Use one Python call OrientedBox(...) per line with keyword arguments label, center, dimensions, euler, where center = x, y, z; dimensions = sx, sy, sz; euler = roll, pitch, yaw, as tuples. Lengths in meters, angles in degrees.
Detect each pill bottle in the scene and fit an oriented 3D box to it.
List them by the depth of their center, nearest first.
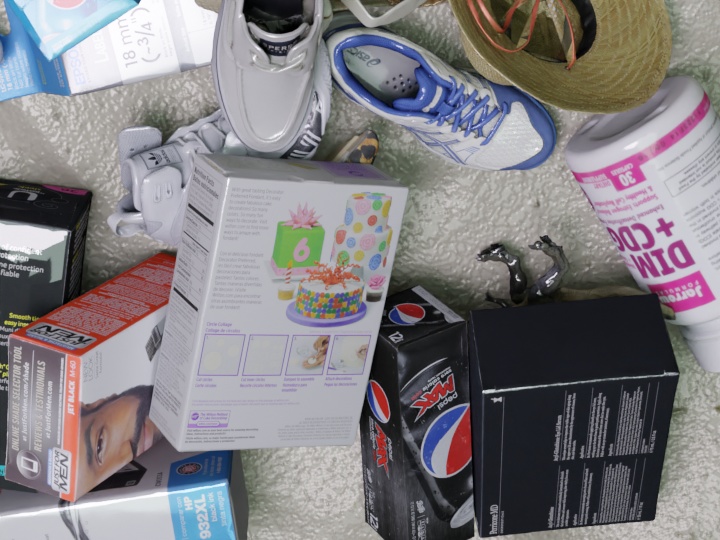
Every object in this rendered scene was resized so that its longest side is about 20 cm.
OrientedBox(label="pill bottle", center=(0.246, -0.032, 1.303), dimensions=(0.113, 0.113, 0.201), euler=(-32, 105, 6))

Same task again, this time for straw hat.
OrientedBox(label="straw hat", center=(0.120, -0.178, 1.268), dimensions=(0.201, 0.202, 0.085), euler=(36, 142, -12))

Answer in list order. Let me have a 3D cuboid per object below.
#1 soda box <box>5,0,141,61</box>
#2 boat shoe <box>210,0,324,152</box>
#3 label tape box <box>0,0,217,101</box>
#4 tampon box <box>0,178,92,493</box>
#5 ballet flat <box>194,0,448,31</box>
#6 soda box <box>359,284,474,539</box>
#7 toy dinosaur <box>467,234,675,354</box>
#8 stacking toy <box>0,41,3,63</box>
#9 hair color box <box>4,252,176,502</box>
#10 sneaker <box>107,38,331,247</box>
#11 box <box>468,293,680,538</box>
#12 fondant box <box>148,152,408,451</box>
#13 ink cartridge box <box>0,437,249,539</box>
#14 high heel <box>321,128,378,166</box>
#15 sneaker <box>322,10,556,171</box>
OrientedBox(label="soda box", center=(-0.179, -0.189, 1.128), dimensions=(0.068, 0.200, 0.064), euler=(-32, 103, 5))
OrientedBox(label="boat shoe", center=(-0.056, -0.161, 1.157), dimensions=(0.071, 0.066, 0.201), euler=(3, 121, -13))
OrientedBox(label="label tape box", center=(-0.191, -0.204, 1.261), dimensions=(0.198, 0.063, 0.145), euler=(-13, 105, 1))
OrientedBox(label="tampon box", center=(-0.287, 0.040, 1.291), dimensions=(0.149, 0.126, 0.202), euler=(8, 105, -4))
OrientedBox(label="ballet flat", center=(-0.017, -0.196, 1.224), dimensions=(0.199, 0.067, 0.063), euler=(-17, 73, -26))
OrientedBox(label="soda box", center=(0.041, 0.118, 1.327), dimensions=(0.063, 0.071, 0.201), euler=(-20, 124, -25))
OrientedBox(label="toy dinosaur", center=(0.135, 0.019, 1.330), dimensions=(0.199, 0.047, 0.089), euler=(-18, 103, 32))
OrientedBox(label="stacking toy", center=(-0.355, -0.149, 1.249), dimensions=(0.199, 0.146, 0.147), euler=(-11, 106, -15))
OrientedBox(label="hair color box", center=(-0.172, 0.072, 1.261), dimensions=(0.064, 0.200, 0.112), euler=(15, 113, 22))
OrientedBox(label="sneaker", center=(-0.102, -0.091, 1.258), dimensions=(0.114, 0.075, 0.201), euler=(8, 125, -34))
OrientedBox(label="box", center=(0.152, 0.111, 1.308), dimensions=(0.140, 0.079, 0.201), euler=(-7, 141, -3))
OrientedBox(label="fondant box", center=(-0.058, 0.024, 1.237), dimensions=(0.143, 0.058, 0.201), euler=(2, 111, -31))
OrientedBox(label="ink cartridge box", center=(-0.189, 0.183, 1.327), dimensions=(0.198, 0.145, 0.084), euler=(-8, 105, 0))
OrientedBox(label="high heel", center=(0.000, 0.000, 1.321), dimensions=(0.142, 0.072, 0.200), euler=(32, 115, -7))
OrientedBox(label="sneaker", center=(0.054, -0.120, 1.284), dimensions=(0.199, 0.088, 0.076), euler=(23, 102, -10))
